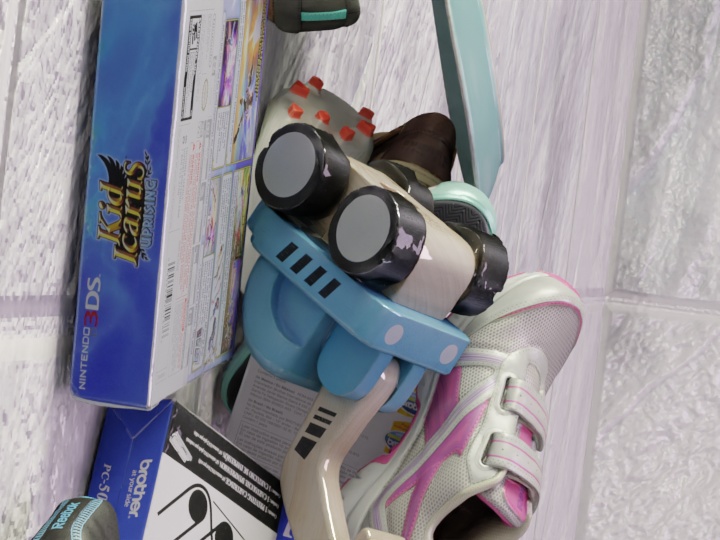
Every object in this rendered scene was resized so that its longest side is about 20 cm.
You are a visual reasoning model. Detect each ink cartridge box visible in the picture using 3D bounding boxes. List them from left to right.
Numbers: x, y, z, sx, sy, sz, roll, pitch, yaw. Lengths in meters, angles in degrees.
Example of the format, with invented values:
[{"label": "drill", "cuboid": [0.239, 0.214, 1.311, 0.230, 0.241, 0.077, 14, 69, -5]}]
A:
[{"label": "ink cartridge box", "cuboid": [-0.069, 0.149, 1.559, 0.200, 0.044, 0.094, 42, 53, -50]}, {"label": "ink cartridge box", "cuboid": [-0.015, 0.100, 1.674, 0.042, 0.119, 0.201, -34, 143, -69]}]

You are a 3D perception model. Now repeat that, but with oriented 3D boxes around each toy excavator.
[{"label": "toy excavator", "cuboid": [-0.008, 0.055, 1.566, 0.100, 0.194, 0.200, 19, 107, -50]}]

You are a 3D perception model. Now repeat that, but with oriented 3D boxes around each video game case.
[{"label": "video game case", "cuboid": [-0.093, -0.044, 1.489, 0.181, 0.045, 0.201, -27, 123, -77]}]

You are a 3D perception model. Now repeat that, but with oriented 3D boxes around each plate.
[{"label": "plate", "cuboid": [0.061, -0.128, 1.763, 0.200, 0.025, 0.201, 169, -90, -90]}]

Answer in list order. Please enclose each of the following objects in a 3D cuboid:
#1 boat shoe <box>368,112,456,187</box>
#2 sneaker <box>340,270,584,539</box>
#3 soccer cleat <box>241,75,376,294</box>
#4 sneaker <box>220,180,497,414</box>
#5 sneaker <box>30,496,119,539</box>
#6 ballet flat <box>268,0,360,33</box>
[{"label": "boat shoe", "cuboid": [0.018, -0.050, 1.856, 0.200, 0.072, 0.072, 130, -18, -72]}, {"label": "sneaker", "cuboid": [0.067, 0.096, 1.594, 0.081, 0.088, 0.201, 36, 84, -48]}, {"label": "soccer cleat", "cuboid": [-0.039, -0.051, 1.747, 0.078, 0.069, 0.200, -57, -173, 24]}, {"label": "sneaker", "cuboid": [0.000, 0.000, 1.768, 0.078, 0.200, 0.140, 47, 19, -13]}, {"label": "sneaker", "cuboid": [-0.125, 0.198, 1.417, 0.082, 0.073, 0.201, -71, 164, -53]}, {"label": "ballet flat", "cuboid": [-0.005, -0.210, 1.777, 0.068, 0.068, 0.201, 86, 16, -50]}]
